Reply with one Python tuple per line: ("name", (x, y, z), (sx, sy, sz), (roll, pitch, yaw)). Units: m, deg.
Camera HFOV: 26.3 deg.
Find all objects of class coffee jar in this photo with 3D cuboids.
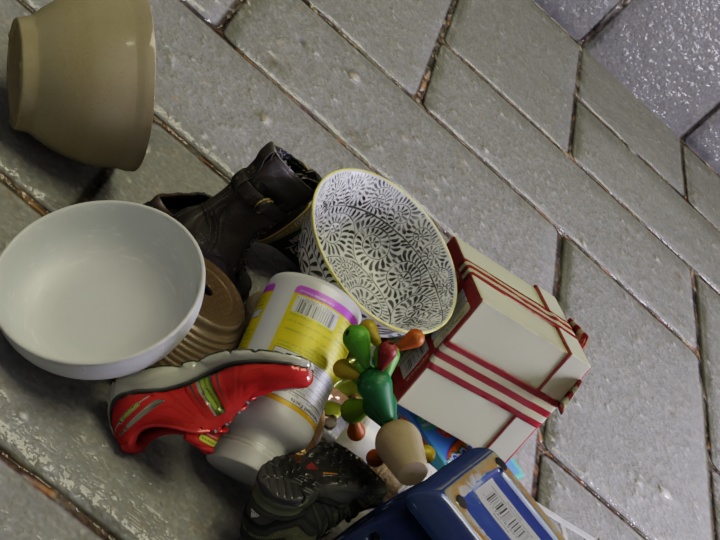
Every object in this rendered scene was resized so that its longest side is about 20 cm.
("coffee jar", (-0.065, -0.057, 1.825), (0.200, 0.104, 0.085), (36, 26, -48))

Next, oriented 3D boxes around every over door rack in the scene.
("over door rack", (0.245, 0.345, 1.778), (0.148, 0.067, 0.200), (33, 8, -26))

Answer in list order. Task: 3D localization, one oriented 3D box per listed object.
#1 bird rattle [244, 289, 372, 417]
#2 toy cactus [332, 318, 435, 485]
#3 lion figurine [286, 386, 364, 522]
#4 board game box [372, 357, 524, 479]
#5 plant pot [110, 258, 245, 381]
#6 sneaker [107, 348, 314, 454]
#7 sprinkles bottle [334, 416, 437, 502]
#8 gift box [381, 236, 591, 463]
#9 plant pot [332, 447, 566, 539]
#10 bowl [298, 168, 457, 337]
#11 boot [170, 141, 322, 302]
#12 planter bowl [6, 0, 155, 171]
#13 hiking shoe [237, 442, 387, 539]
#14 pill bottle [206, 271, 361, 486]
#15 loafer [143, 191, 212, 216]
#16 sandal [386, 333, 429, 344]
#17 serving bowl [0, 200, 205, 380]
("bird rattle", (-0.053, 0.060, 1.734), (0.163, 0.113, 0.200), (17, 32, -18))
("toy cactus", (0.035, 0.145, 1.509), (0.102, 0.201, 0.165), (-14, 37, -10))
("lion figurine", (-0.061, 0.161, 1.592), (0.122, 0.072, 0.200), (30, 32, -32))
("board game box", (0.091, 0.185, 1.822), (0.200, 0.045, 0.152), (55, 27, 15))
("plant pot", (-0.183, 0.047, 1.555), (0.201, 0.093, 0.201), (35, 29, -22))
("sneaker", (-0.135, 0.127, 1.430), (0.077, 0.199, 0.085), (54, 24, -70))
("sprinkles bottle", (0.060, 0.239, 1.670), (0.200, 0.068, 0.068), (41, 26, -11))
("gift box", (0.141, 0.108, 1.754), (0.186, 0.185, 0.200), (31, 24, -24))
("plant pot", (0.090, 0.295, 1.507), (0.200, 0.180, 0.200), (51, 27, 10))
("bowl", (0.000, 0.000, 1.655), (0.200, 0.094, 0.201), (26, 44, -29))
("boot", (-0.111, -0.048, 1.670), (0.069, 0.174, 0.200), (62, 8, 29))
("planter bowl", (-0.307, -0.208, 1.656), (0.134, 0.201, 0.201), (0, 45, -20))
("hiking shoe", (-0.053, 0.226, 1.489), (0.076, 0.101, 0.200), (44, 20, 28))
("pill bottle", (-0.080, 0.109, 1.522), (0.104, 0.104, 0.200), (34, 65, -23))
("loafer", (-0.185, -0.057, 1.733), (0.072, 0.063, 0.200), (54, 27, 16))
("sandal", (0.039, 0.013, 1.755), (0.057, 0.080, 0.201), (39, 18, -27))
("serving bowl", (-0.242, 0.028, 1.447), (0.199, 0.066, 0.201), (0, 48, 0))
